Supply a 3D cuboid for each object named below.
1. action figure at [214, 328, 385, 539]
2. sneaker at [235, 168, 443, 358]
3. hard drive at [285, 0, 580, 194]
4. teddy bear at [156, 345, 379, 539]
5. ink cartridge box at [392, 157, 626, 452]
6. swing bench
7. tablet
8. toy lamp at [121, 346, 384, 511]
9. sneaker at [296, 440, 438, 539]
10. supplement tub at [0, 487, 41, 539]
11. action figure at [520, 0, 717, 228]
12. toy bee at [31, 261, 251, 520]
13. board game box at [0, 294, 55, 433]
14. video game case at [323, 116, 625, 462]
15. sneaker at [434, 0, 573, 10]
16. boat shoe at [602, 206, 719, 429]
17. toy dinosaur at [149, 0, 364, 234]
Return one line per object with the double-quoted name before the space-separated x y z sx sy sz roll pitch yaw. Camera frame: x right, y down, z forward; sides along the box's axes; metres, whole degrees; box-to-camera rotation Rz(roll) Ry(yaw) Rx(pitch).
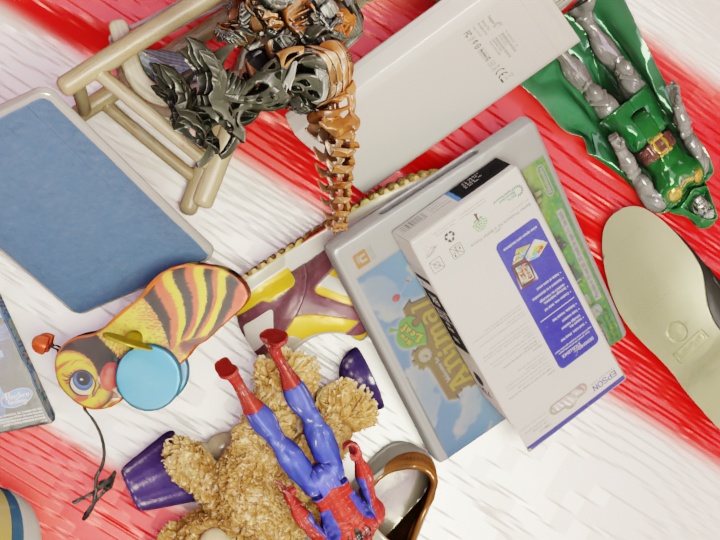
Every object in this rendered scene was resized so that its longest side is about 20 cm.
"action figure" -0.030 0.138 1.236 0.065 0.052 0.201 -35 113 -14
"sneaker" 0.000 0.000 1.334 0.199 0.075 0.090 -31 94 2
"hard drive" 0.055 -0.140 1.289 0.200 0.132 0.027 -35 63 10
"teddy bear" -0.068 0.151 1.276 0.200 0.067 0.145 -43 117 0
"ink cartridge box" 0.111 0.027 1.305 0.099 0.039 0.201 -35 114 -12
"swing bench" -0.100 -0.155 1.255 0.130 0.199 0.200 39 84 -6
"tablet" -0.209 -0.045 1.249 0.130 0.014 0.200 -22 135 22
"toy lamp" -0.082 0.121 1.327 0.199 0.058 0.058 -26 93 -6
"sneaker" -0.013 0.214 1.322 0.073 0.085 0.200 35 86 -8
"supplement tub" -0.334 0.194 1.216 0.199 0.144 0.145 26 86 -33
"action figure" 0.213 -0.114 1.373 0.118 0.055 0.200 -39 98 -9
"toy bee" -0.174 0.061 1.268 0.109 0.131 0.200 37 71 -2
"board game box" -0.338 0.031 1.291 0.199 0.062 0.201 -11 90 -8
"video game case" 0.090 0.016 1.326 0.182 0.022 0.201 -33 116 -12
"sneaker" 0.071 -0.230 1.338 0.199 0.082 0.078 8 88 -8
"boat shoe" 0.256 0.038 1.374 0.074 0.063 0.202 -38 81 24
"toy dinosaur" -0.049 -0.127 1.120 0.135 0.102 0.201 -20 71 -24
